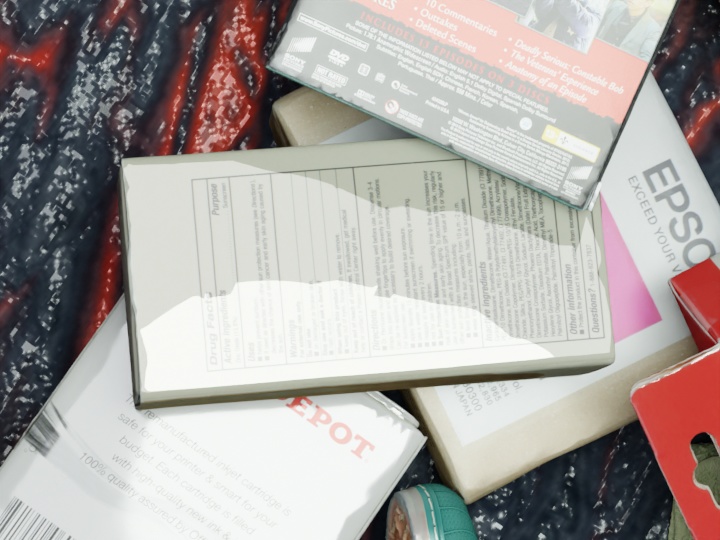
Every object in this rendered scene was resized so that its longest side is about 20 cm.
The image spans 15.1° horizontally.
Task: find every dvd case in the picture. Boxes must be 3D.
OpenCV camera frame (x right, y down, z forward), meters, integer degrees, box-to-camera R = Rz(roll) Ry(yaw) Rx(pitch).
[{"bbox_3d":[0.066,-0.143,1.099,0.146,0.022,0.200,23,92,-6],"label":"dvd case"}]

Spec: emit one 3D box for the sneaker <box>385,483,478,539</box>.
[{"bbox_3d":[0.069,0.178,1.202,0.080,0.071,0.201,-20,107,-11],"label":"sneaker"}]

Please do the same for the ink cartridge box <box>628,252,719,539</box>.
[{"bbox_3d":[0.210,0.033,1.144,0.200,0.067,0.116,-27,118,-1],"label":"ink cartridge box"}]

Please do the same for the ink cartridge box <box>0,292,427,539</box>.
[{"bbox_3d":[-0.087,0.113,1.199,0.146,0.086,0.200,35,82,0],"label":"ink cartridge box"}]

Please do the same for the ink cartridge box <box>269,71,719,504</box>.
[{"bbox_3d":[0.073,-0.018,1.225,0.164,0.075,0.200,-27,86,-4],"label":"ink cartridge box"}]

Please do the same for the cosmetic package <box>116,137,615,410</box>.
[{"bbox_3d":[0.000,0.000,1.140,0.199,0.071,0.106,-3,83,-7],"label":"cosmetic package"}]

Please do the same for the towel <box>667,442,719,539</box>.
[{"bbox_3d":[0.218,0.151,1.188,0.200,0.036,0.149,0,86,36],"label":"towel"}]
